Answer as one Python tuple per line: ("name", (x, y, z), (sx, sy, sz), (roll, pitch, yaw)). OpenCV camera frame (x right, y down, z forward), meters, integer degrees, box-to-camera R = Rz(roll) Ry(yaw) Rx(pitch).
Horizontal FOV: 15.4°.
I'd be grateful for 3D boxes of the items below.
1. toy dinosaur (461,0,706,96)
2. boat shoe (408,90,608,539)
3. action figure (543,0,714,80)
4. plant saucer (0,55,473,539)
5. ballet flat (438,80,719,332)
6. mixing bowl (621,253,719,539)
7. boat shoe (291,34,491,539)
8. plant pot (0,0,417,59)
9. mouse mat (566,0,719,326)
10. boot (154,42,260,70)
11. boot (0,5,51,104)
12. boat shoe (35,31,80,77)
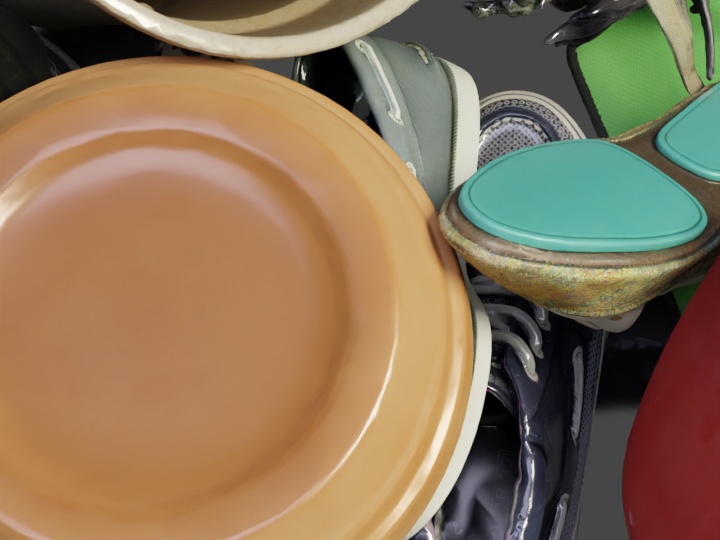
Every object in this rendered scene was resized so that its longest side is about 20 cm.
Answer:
("toy dinosaur", (0.069, -0.133, 0.894), (0.088, 0.047, 0.200), (-36, 114, -37))
("boat shoe", (0.051, 0.023, 0.937), (0.074, 0.093, 0.201), (-2, 76, 9))
("action figure", (0.074, -0.161, 0.976), (0.119, 0.102, 0.200), (-40, 70, -18))
("plant saucer", (-0.065, 0.020, 0.831), (0.200, 0.037, 0.201), (-1, 69, 2))
("ballet flat", (0.096, -0.015, 0.900), (0.071, 0.200, 0.071), (18, 119, 37))
("mixing bowl", (0.159, 0.082, 0.869), (0.108, 0.200, 0.200), (-43, 71, 28))
("boat shoe", (0.000, 0.000, 0.893), (0.073, 0.062, 0.200), (-33, 40, 39))
("plant pot", (-0.081, -0.163, 0.940), (0.200, 0.183, 0.201), (2, 85, -29))
("mouse mat", (0.181, -0.030, 0.975), (0.161, 0.008, 0.200), (-21, 74, 4))
("boot", (-0.036, 0.025, 0.948), (0.200, 0.073, 0.151), (42, 48, -19))
("boot", (-0.219, -0.040, 0.913), (0.211, 0.080, 0.158), (-44, 47, -16))
("boat shoe", (-0.202, -0.088, 1.025), (0.201, 0.060, 0.072), (18, 79, 13))
